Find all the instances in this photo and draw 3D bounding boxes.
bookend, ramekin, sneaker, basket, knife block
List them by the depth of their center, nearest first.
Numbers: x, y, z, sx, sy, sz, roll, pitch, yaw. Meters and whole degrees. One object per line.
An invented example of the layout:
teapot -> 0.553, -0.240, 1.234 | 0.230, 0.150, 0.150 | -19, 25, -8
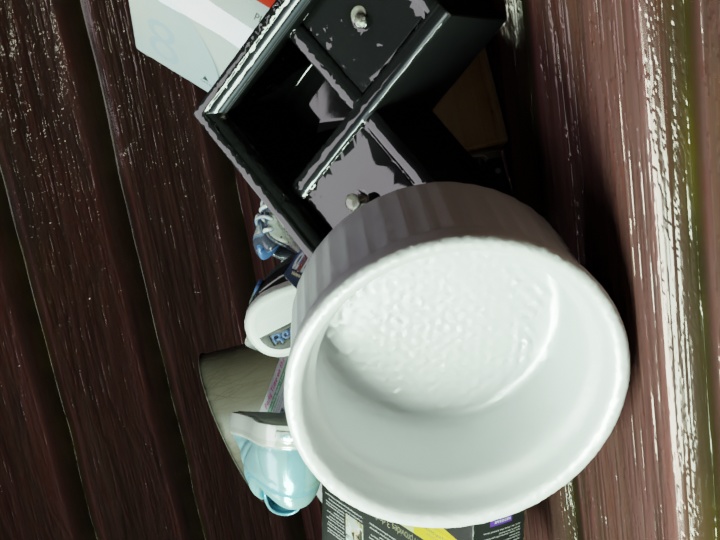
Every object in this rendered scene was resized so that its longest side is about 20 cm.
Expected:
ramekin -> 0.051, 0.045, 0.889 | 0.098, 0.200, 0.201 | -103, 4, -59
bookend -> 0.025, -0.104, 0.970 | 0.200, 0.092, 0.199 | 51, 119, 18
knife block -> 0.064, -0.110, 1.043 | 0.176, 0.064, 0.200 | -114, 14, -48
sneaker -> 0.000, 0.000, 1.193 | 0.112, 0.199, 0.073 | -110, 2, -74
sneaker -> -0.073, 0.160, 1.234 | 0.200, 0.074, 0.082 | 161, 113, -83
sneaker -> -0.061, -0.053, 1.278 | 0.200, 0.085, 0.077 | 61, 173, 10
basket -> -0.043, 0.131, 1.564 | 0.136, 0.199, 0.181 | -99, -13, -66

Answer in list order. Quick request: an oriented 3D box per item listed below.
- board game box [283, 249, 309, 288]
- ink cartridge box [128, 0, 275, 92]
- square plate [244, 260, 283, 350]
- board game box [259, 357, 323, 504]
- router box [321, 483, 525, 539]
board game box -> 0.043, 0.050, 1.081 | 0.200, 0.035, 0.135 | 32, 180, -13
ink cartridge box -> -0.114, -0.211, 1.168 | 0.160, 0.047, 0.200 | 33, 156, 17
square plate -> -0.027, 0.000, 1.411 | 0.199, 0.028, 0.200 | -64, -18, -3
board game box -> -0.001, 0.138, 1.297 | 0.200, 0.064, 0.148 | 51, 136, 33
router box -> 0.044, 0.174, 1.141 | 0.200, 0.052, 0.158 | 25, 119, 51
